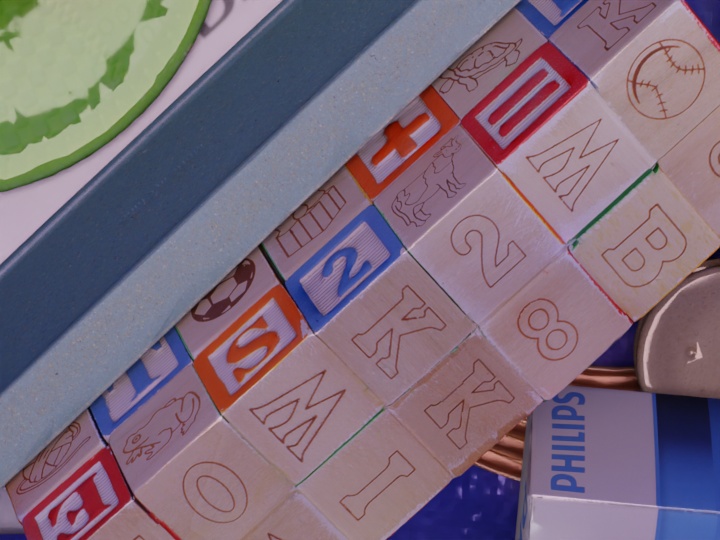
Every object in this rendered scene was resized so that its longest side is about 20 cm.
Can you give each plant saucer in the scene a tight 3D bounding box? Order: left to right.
[{"bbox_3d":[-0.046,-0.017,0.715,0.200,0.070,0.019,-44,118,2],"label":"plant saucer"}]

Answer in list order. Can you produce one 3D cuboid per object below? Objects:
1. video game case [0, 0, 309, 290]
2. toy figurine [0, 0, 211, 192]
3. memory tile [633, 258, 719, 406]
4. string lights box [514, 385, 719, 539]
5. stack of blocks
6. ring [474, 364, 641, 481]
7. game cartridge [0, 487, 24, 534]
[{"bbox_3d":[-0.110,-0.113,0.754,0.182,0.022,0.200,-42,88,0],"label":"video game case"},{"bbox_3d":[-0.085,-0.103,0.652,0.199,0.184,0.151,-19,89,0],"label":"toy figurine"},{"bbox_3d":[0.180,-0.011,0.766,0.199,0.017,0.154,13,92,-7],"label":"memory tile"},{"bbox_3d":[0.138,0.094,0.740,0.199,0.059,0.103,5,119,2],"label":"string lights box"},{"bbox_3d":[0.000,0.000,0.714,0.200,0.115,0.059,-42,119,3],"label":"stack of blocks"},{"bbox_3d":[0.070,-0.039,0.784,0.199,0.019,0.202,0,89,2],"label":"ring"},{"bbox_3d":[-0.115,-0.028,0.781,0.132,0.042,0.201,0,89,-3],"label":"game cartridge"}]
